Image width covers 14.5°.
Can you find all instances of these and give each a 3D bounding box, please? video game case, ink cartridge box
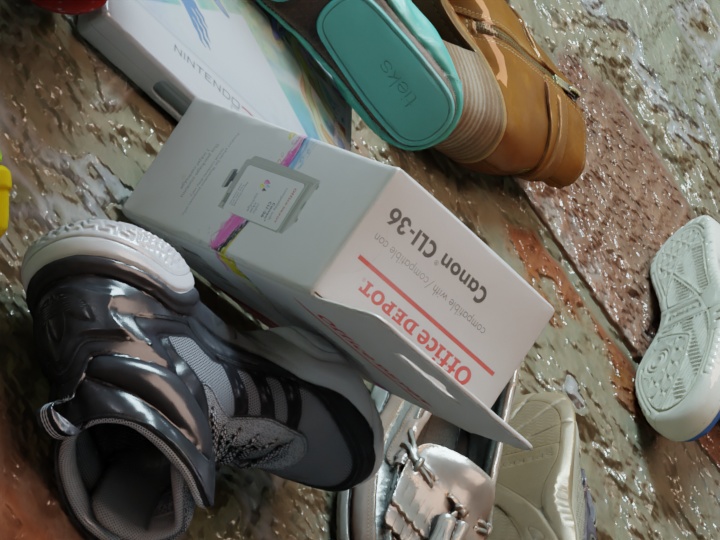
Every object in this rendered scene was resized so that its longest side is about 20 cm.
[{"bbox_3d":[-0.066,-0.133,1.404,0.182,0.022,0.200,42,32,-34],"label":"video game case"},{"bbox_3d":[0.000,0.000,1.211,0.116,0.068,0.200,40,-10,-37],"label":"ink cartridge box"}]

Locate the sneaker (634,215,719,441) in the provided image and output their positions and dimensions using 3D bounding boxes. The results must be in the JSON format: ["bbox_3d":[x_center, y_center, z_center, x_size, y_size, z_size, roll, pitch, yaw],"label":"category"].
[{"bbox_3d":[0.224,0.057,1.668,0.111,0.077,0.200,41,25,-16],"label":"sneaker"}]

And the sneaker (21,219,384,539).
[{"bbox_3d":[-0.065,0.070,1.158,0.200,0.075,0.114,37,41,-38],"label":"sneaker"}]

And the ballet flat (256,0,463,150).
[{"bbox_3d":[-0.020,-0.147,1.421,0.200,0.067,0.070,54,3,-15],"label":"ballet flat"}]

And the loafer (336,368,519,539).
[{"bbox_3d":[0.036,0.091,1.319,0.072,0.063,0.200,49,29,-25],"label":"loafer"}]

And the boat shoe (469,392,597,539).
[{"bbox_3d":[0.081,0.144,1.337,0.065,0.072,0.200,59,25,-34],"label":"boat shoe"}]

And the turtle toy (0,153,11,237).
[{"bbox_3d":[-0.207,-0.082,1.013,0.200,0.101,0.146,6,83,-57],"label":"turtle toy"}]

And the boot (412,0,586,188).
[{"bbox_3d":[0.066,-0.146,1.586,0.155,0.077,0.200,18,51,-52],"label":"boot"}]

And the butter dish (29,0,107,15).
[{"bbox_3d":[-0.121,-0.181,1.235,0.200,0.148,0.200,15,33,3],"label":"butter dish"}]
